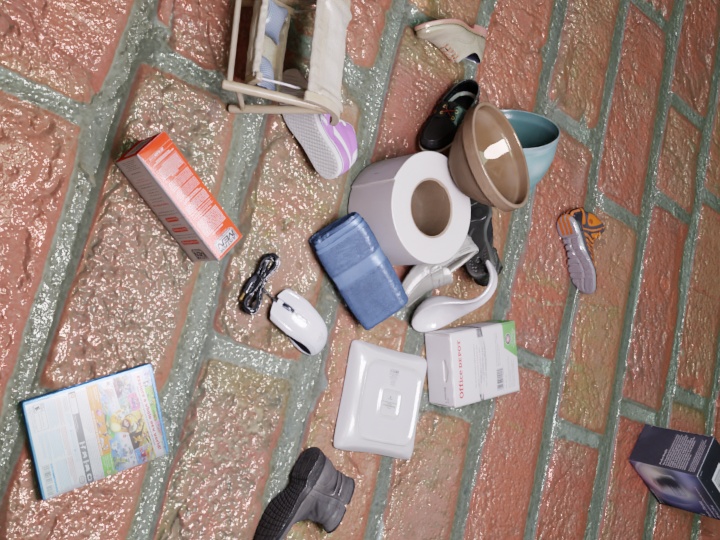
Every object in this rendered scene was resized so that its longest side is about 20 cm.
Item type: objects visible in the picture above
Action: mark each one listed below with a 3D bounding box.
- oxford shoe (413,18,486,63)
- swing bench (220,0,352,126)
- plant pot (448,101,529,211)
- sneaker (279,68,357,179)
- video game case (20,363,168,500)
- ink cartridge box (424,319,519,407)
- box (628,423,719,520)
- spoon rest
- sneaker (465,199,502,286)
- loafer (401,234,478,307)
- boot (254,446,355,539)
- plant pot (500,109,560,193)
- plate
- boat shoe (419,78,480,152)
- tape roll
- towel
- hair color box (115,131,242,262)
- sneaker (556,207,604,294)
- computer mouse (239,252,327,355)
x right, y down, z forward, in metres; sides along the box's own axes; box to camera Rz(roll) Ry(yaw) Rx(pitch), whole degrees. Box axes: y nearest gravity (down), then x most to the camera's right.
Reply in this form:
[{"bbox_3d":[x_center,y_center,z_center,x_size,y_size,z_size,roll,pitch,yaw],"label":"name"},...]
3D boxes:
[{"bbox_3d":[0.190,-0.467,1.609,0.196,0.070,0.076,-4,94,-37],"label":"oxford shoe"},{"bbox_3d":[-0.115,-0.363,1.285,0.194,0.130,0.205,5,83,-3],"label":"swing bench"},{"bbox_3d":[0.226,-0.197,1.451,0.199,0.091,0.206,27,53,-43],"label":"plant pot"},{"bbox_3d":[-0.072,-0.271,1.417,0.114,0.071,0.204,-39,108,-52],"label":"sneaker"},{"bbox_3d":[-0.393,0.237,1.178,0.196,0.018,0.147,-15,97,-37],"label":"video game case"},{"bbox_3d":[0.230,0.187,1.615,0.196,0.083,0.151,-5,92,-37],"label":"ink cartridge box"},{"bbox_3d":[0.822,0.511,1.991,0.201,0.196,0.124,50,65,-25],"label":"box"},{"bbox_3d":[0.186,0.063,1.541,0.198,0.061,0.099,-36,144,13],"label":"spoon rest"},{"bbox_3d":[0.251,-0.057,1.650,0.115,0.074,0.204,56,27,-59],"label":"sneaker"},{"bbox_3d":[0.151,0.002,1.547,0.200,0.070,0.070,-45,158,-13],"label":"loafer"},{"bbox_3d":[-0.088,0.427,1.380,0.201,0.069,0.132,-53,123,-21],"label":"boot"},{"bbox_3d":[0.309,-0.233,1.637,0.198,0.198,0.137,-27,131,-34],"label":"plant pot"},{"bbox_3d":[0.048,0.252,1.507,0.196,0.032,0.206,18,78,-35],"label":"plate"},{"bbox_3d":[0.178,-0.312,1.584,0.202,0.073,0.064,-50,157,-32],"label":"boat shoe"},{"bbox_3d":[0.092,-0.113,1.483,0.199,0.138,0.209,1,88,-36],"label":"tape roll"},{"bbox_3d":[0.000,0.000,1.439,0.110,0.049,0.203,-29,107,7],"label":"towel"},{"bbox_3d":[-0.281,-0.109,1.220,0.061,0.100,0.202,-47,116,-27],"label":"hair color box"},{"bbox_3d":[0.542,-0.054,1.865,0.111,0.077,0.205,-25,104,-34],"label":"sneaker"},{"bbox_3d":[-0.119,0.072,1.376,0.200,0.043,0.111,44,63,-28],"label":"computer mouse"}]
